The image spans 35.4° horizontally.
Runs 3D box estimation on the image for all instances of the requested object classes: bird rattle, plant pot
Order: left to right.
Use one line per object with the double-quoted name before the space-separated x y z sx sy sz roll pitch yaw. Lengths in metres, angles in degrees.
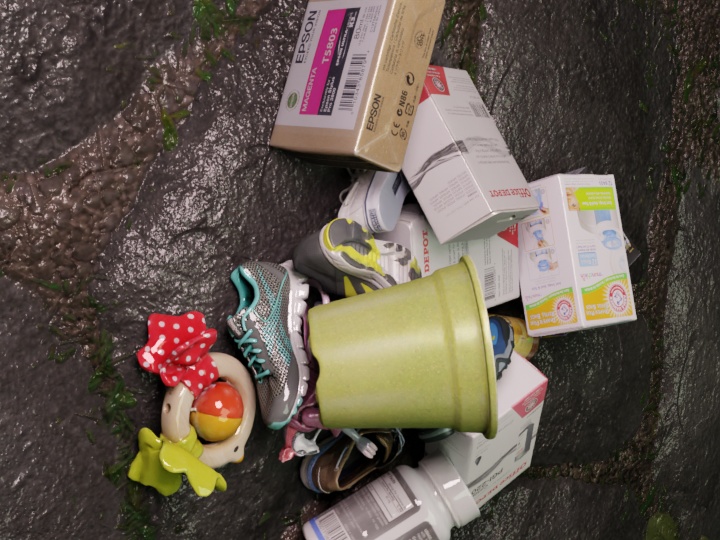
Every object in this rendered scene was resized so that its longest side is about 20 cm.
"bird rattle" -0.181 0.147 1.238 0.163 0.112 0.201 12 77 -54
"plant pot" 0.039 0.094 1.212 0.184 0.200 0.201 -8 107 -2

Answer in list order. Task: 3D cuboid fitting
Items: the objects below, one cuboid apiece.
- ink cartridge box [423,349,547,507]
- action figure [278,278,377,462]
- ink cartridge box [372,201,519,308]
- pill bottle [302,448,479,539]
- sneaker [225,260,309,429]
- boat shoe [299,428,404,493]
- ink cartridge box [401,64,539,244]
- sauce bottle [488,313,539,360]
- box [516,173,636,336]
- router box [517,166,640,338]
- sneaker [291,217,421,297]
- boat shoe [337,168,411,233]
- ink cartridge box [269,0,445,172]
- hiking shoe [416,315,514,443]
"ink cartridge box" 0.160 0.217 1.485 0.145 0.085 0.200 -32 146 -28
"action figure" -0.045 0.132 1.306 0.149 0.134 0.200 47 65 -36
"ink cartridge box" 0.109 -0.017 1.450 0.200 0.084 0.145 -16 109 -41
"pill bottle" 0.039 0.311 1.384 0.200 0.114 0.114 -30 120 -7
"sneaker" -0.111 0.078 1.259 0.091 0.078 0.201 13 60 -32
"boat shoe" 0.017 0.214 1.417 0.200 0.072 0.072 -42 122 -29
"ink cartridge box" 0.111 -0.137 1.343 0.147 0.083 0.200 -8 69 -59
"sauce bottle" 0.160 0.088 1.528 0.200 0.066 0.066 9 92 -45
"box" 0.279 -0.020 1.495 0.112 0.101 0.201 -3 83 -38
"router box" 0.290 -0.027 1.600 0.200 0.052 0.157 -41 103 -29
"sneaker" 0.000 0.000 1.297 0.200 0.084 0.075 37 49 -44
"boat shoe" 0.013 -0.103 1.356 0.202 0.086 0.075 -67 142 -50
"ink cartridge box" -0.006 -0.217 1.253 0.075 0.165 0.201 17 86 -40
"hiking shoe" 0.118 0.114 1.368 0.087 0.074 0.200 51 54 -15
